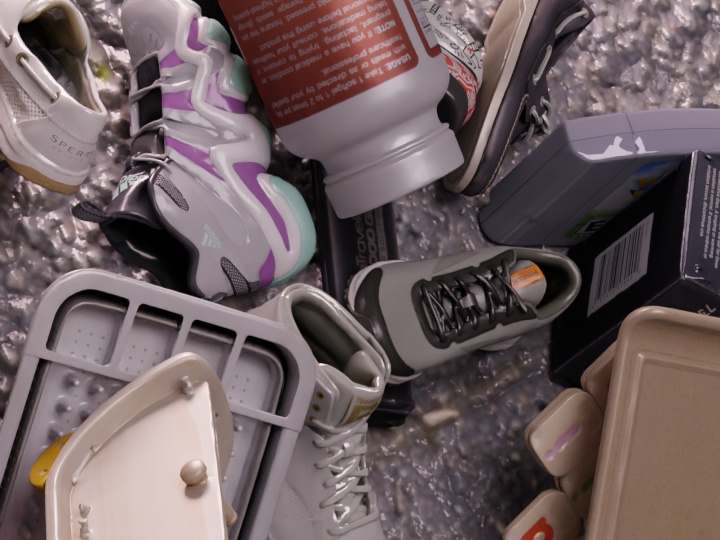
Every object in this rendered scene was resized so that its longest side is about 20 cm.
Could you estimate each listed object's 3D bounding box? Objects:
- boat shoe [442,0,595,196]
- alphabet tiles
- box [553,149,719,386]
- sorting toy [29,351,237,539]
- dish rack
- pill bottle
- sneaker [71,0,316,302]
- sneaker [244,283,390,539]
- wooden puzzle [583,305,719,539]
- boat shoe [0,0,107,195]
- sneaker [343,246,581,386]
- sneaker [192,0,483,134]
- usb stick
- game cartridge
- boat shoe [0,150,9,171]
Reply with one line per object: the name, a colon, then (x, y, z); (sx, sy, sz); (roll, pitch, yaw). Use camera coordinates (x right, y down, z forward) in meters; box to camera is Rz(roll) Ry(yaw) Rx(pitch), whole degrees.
boat shoe: (0.109, -0.119, 1.832); (0.063, 0.073, 0.201); (31, 50, -12)
alphabet tiles: (0.180, 0.136, 1.718); (0.196, 0.015, 0.200); (-43, 122, -13)
box: (0.248, 0.035, 1.795); (0.199, 0.148, 0.105); (26, 52, -20)
sorting toy: (-0.091, 0.180, 1.475); (0.200, 0.106, 0.181); (-102, 168, -59)
dish rack: (-0.128, 0.109, 1.552); (0.171, 0.043, 0.201); (17, 90, -25)
pill bottle: (-0.016, -0.139, 1.666); (0.112, 0.112, 0.201); (-28, 97, -38)
sneaker: (-0.123, -0.068, 1.660); (0.139, 0.078, 0.201); (-24, 81, -38)
sneaker: (-0.018, 0.107, 1.618); (0.073, 0.115, 0.201); (-23, 82, -39)
wooden puzzle: (0.212, 0.130, 1.681); (0.184, 0.037, 0.201); (11, 92, -31)
boat shoe: (-0.187, -0.132, 1.618); (0.071, 0.069, 0.200); (16, 34, -42)
sneaker: (0.061, 0.017, 1.701); (0.200, 0.079, 0.074); (-15, 84, -53)
sneaker: (-0.015, -0.151, 1.782); (0.201, 0.067, 0.108); (28, 28, 3)
usb stick: (0.000, 0.000, 1.733); (0.055, 0.033, 0.201); (5, 65, -26)
game cartridge: (0.191, -0.060, 1.816); (0.199, 0.133, 0.041); (-1, 60, -32)
boat shoe: (-0.253, -0.062, 1.586); (0.072, 0.065, 0.200); (41, 32, 7)
